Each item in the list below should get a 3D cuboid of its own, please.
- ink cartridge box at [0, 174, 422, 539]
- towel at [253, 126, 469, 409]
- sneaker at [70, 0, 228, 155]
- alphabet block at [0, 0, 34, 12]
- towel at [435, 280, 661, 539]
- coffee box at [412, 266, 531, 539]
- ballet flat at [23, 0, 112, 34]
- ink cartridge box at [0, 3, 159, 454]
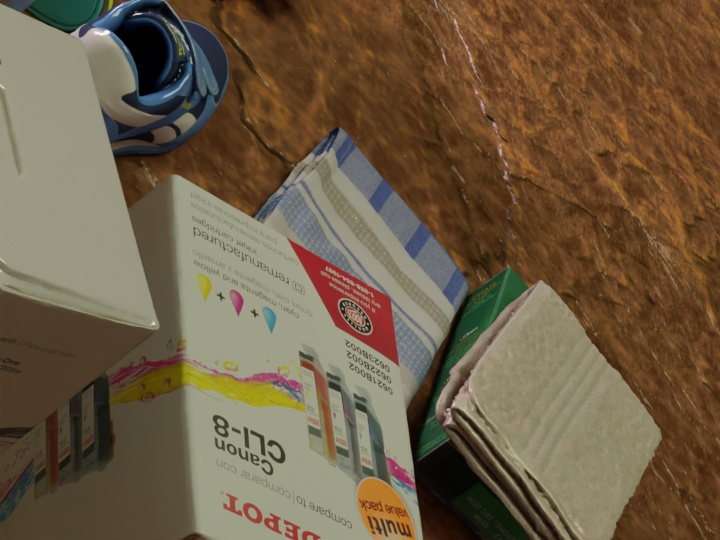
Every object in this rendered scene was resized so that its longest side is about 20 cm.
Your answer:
[{"bbox_3d":[-0.072,0.095,0.914,0.145,0.145,0.200,31,37,-36],"label":"ink cartridge box"},{"bbox_3d":[0.000,0.000,1.252,0.147,0.024,0.200,49,28,-8],"label":"towel"},{"bbox_3d":[-0.116,-0.111,1.143,0.074,0.082,0.200,52,27,1],"label":"sneaker"},{"bbox_3d":[-0.240,-0.231,0.977,0.195,0.196,0.200,-7,63,-59],"label":"alphabet block"},{"bbox_3d":[0.114,0.092,1.215,0.133,0.034,0.200,53,28,-3],"label":"towel"},{"bbox_3d":[0.101,0.096,1.273,0.123,0.044,0.200,45,30,-14],"label":"coffee box"},{"bbox_3d":[-0.208,-0.217,1.153,0.200,0.067,0.067,48,8,-6],"label":"ballet flat"},{"bbox_3d":[-0.183,0.008,0.788,0.084,0.200,0.146,19,43,-47],"label":"ink cartridge box"}]
